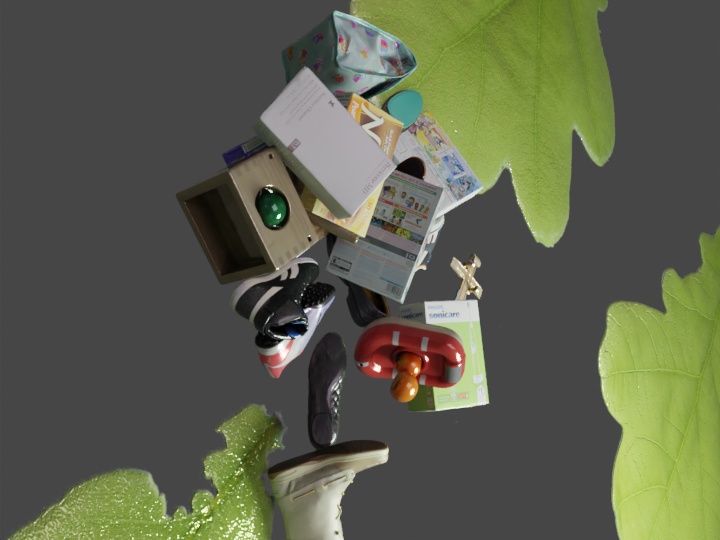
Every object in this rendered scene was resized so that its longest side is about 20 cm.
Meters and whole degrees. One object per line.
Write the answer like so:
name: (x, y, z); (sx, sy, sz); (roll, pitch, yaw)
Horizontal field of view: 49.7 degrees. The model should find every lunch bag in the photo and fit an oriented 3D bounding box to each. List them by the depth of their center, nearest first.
lunch bag: (-0.017, -0.359, 1.391); (0.197, 0.169, 0.125); (3, 78, -41)

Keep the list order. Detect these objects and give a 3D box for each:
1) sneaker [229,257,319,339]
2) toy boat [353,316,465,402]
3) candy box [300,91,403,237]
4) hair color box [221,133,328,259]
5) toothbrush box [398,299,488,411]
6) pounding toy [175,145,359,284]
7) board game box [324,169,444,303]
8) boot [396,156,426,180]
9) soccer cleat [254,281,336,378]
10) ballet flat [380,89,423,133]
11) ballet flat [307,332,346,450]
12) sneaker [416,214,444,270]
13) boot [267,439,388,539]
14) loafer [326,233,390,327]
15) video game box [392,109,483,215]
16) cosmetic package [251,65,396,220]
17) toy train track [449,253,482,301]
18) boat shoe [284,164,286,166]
sneaker: (-0.107, 0.053, 1.235); (0.111, 0.074, 0.199); (41, 35, 18)
toy boat: (0.081, 0.169, 1.359); (0.132, 0.195, 0.132); (86, 18, -45)
candy box: (-0.015, -0.170, 1.264); (0.114, 0.055, 0.205); (23, 84, -36)
hair color box: (-0.136, -0.129, 1.299); (0.109, 0.064, 0.203); (-39, 110, -43)
toothbrush box: (0.161, 0.164, 1.506); (0.143, 0.085, 0.206); (-1, 82, -37)
pounding toy: (-0.141, -0.081, 1.183); (0.142, 0.198, 0.187); (-37, 107, -41)
board game box: (0.043, -0.067, 1.331); (0.064, 0.145, 0.204); (39, 74, -79)
boot: (0.075, -0.143, 1.441); (0.074, 0.201, 0.097); (40, 39, 7)
soccer cleat: (-0.104, 0.093, 1.292); (0.200, 0.067, 0.075); (-48, 138, -45)
ballet flat: (0.044, -0.264, 1.409); (0.069, 0.068, 0.201); (55, 47, -18)
ballet flat: (-0.062, 0.204, 1.321); (0.065, 0.057, 0.205); (9, 68, -6)
sneaker: (0.107, -0.054, 1.516); (0.200, 0.077, 0.081); (-45, 140, -51)
boot: (-0.038, 0.365, 1.238); (0.195, 0.072, 0.159); (-13, 92, -9)
loafer: (0.000, 0.000, 1.399); (0.072, 0.071, 0.204); (-32, 103, -42)
video game box: (0.133, -0.211, 1.556); (0.181, 0.047, 0.202); (-30, 82, -42)
cosmetic package: (-0.055, -0.185, 1.166); (0.200, 0.081, 0.113); (43, 78, -11)
toy train track: (0.222, 0.048, 1.638); (0.115, 0.032, 0.203); (44, 54, -29)
boat shoe: (-0.063, -0.228, 1.297); (0.198, 0.069, 0.072); (-24, 93, -43)
